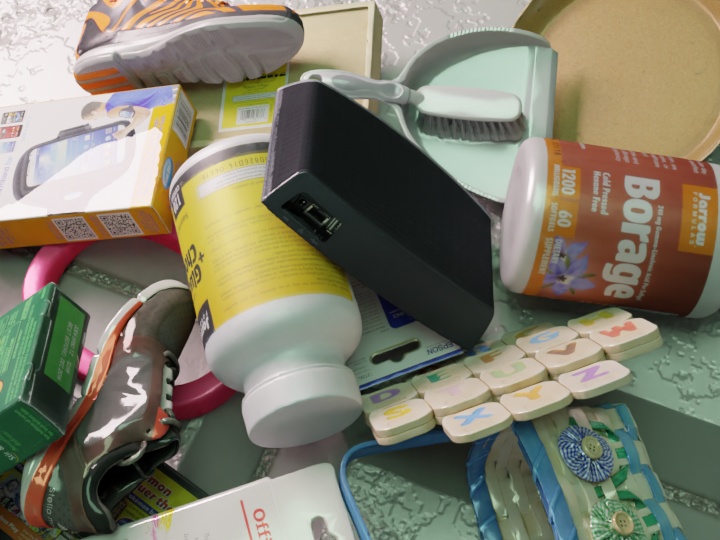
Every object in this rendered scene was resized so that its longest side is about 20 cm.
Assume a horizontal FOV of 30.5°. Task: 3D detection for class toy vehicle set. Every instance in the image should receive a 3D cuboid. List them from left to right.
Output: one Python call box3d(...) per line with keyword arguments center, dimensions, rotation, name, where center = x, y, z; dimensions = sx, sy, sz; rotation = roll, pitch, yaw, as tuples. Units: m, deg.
box3d(center=(-0.082, -0.150, 1.072), dimensions=(0.197, 0.027, 0.126), rotation=(-3, 63, 16), name="toy vehicle set")

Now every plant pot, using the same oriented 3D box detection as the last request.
box3d(center=(0.206, -0.152, 1.037), dimensions=(0.198, 0.027, 0.203), rotation=(-6, 73, 22), name="plant pot")

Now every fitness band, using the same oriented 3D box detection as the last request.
box3d(center=(-0.164, 0.028, 1.005), dimensions=(0.199, 0.038, 0.144), rotation=(29, 69, 19), name="fitness band")

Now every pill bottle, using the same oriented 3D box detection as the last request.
box3d(center=(-0.062, 0.014, 0.921), dimensions=(0.111, 0.112, 0.202), rotation=(-16, 64, -3), name="pill bottle")
box3d(center=(0.205, -0.027, 0.948), dimensions=(0.197, 0.112, 0.113), rotation=(8, 63, -2), name="pill bottle")

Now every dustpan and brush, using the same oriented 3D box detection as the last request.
box3d(center=(0.053, -0.127, 1.006), dimensions=(0.197, 0.057, 0.141), rotation=(6, 78, 0), name="dustpan and brush")

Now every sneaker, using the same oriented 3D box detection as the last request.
box3d(center=(-0.147, 0.098, 0.899), dimensions=(0.081, 0.077, 0.201), rotation=(14, 57, 21), name="sneaker")
box3d(center=(-0.139, -0.211, 1.061), dimensions=(0.197, 0.078, 0.113), rotation=(-5, 63, 15), name="sneaker")

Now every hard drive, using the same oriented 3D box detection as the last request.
box3d(center=(0.020, -0.043, 0.934), dimensions=(0.042, 0.199, 0.136), rotation=(-36, 33, 32), name="hard drive")

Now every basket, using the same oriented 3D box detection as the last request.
box3d(center=(0.100, 0.171, 0.849), dimensions=(0.198, 0.140, 0.178), rotation=(-16, 63, -13), name="basket")

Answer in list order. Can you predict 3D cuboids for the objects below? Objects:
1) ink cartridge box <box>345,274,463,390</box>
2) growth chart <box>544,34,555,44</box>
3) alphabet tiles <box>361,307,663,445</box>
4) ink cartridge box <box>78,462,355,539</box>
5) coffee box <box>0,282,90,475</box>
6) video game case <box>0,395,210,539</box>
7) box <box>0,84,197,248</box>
box3d(center=(0.000, 0.000, 1.000), dimensions=(0.094, 0.037, 0.201), rotation=(-19, 58, -5), name="ink cartridge box")
box3d(center=(0.228, -0.248, 1.119), dimensions=(0.143, 0.018, 0.202), rotation=(9, 65, 9), name="growth chart")
box3d(center=(0.097, 0.068, 0.887), dimensions=(0.198, 0.196, 0.015), rotation=(-20, 99, -5), name="alphabet tiles")
box3d(center=(-0.094, 0.213, 0.857), dimensions=(0.198, 0.068, 0.118), rotation=(-18, 61, -2), name="ink cartridge box")
box3d(center=(-0.274, 0.104, 0.901), dimensions=(0.199, 0.044, 0.124), rotation=(-33, 32, 20), name="coffee box")
box3d(center=(-0.191, 0.209, 0.922), dimensions=(0.199, 0.026, 0.181), rotation=(32, 70, 20), name="video game case")
box3d(center=(-0.234, -0.080, 1.040), dimensions=(0.197, 0.042, 0.120), rotation=(-4, 56, 16), name="box")
